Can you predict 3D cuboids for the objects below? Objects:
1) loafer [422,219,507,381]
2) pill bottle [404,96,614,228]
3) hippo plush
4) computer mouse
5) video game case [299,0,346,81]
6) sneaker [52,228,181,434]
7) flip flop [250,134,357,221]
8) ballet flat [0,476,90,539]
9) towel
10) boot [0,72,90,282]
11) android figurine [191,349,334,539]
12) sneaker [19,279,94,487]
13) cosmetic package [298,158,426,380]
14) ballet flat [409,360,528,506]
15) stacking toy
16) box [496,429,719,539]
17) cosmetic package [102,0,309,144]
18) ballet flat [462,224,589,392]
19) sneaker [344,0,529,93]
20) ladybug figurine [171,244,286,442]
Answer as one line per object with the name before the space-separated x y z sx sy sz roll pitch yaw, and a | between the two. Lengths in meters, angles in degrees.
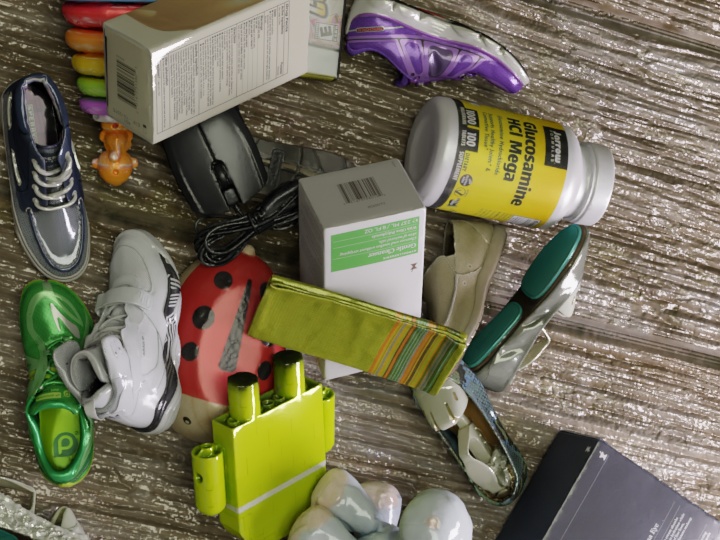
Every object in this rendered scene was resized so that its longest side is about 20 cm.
loafer | 0.092 0.028 1.774 0.068 0.076 0.201 22 52 0
pill bottle | 0.154 -0.106 1.790 0.199 0.112 0.113 10 87 -18
hippo plush | 0.032 0.290 1.700 0.159 0.160 0.201 -8 90 -48
computer mouse | -0.139 -0.119 1.695 0.138 0.053 0.201 -30 80 -1
video game case | -0.099 -0.301 1.753 0.180 0.025 0.202 6 88 -18
sneaker | -0.228 0.052 1.648 0.115 0.075 0.201 14 67 -57
flip flop | -0.076 -0.085 1.748 0.199 0.058 0.082 17 77 -1
ballet flat | -0.312 0.242 1.665 0.199 0.072 0.072 31 81 -16
towel | -0.004 0.065 1.669 0.199 0.086 0.018 17 41 -9
boot | -0.298 -0.086 1.654 0.072 0.090 0.201 -17 95 -17
android figurine | -0.089 0.182 1.710 0.182 0.041 0.201 -27 125 -40
sneaker | -0.283 0.107 1.660 0.074 0.084 0.201 -7 92 -8
cosmetic package | 0.000 0.000 1.699 0.107 0.085 0.201 -14 133 -14
ballet flat | 0.106 0.159 1.790 0.074 0.074 0.200 -41 101 -14
stacking toy | -0.234 -0.182 1.679 0.115 0.110 0.201 -2 102 -14
box | 0.248 0.300 1.824 0.182 0.104 0.201 35 79 -16
cosmetic package | -0.142 -0.208 1.636 0.199 0.071 0.106 -29 137 -37
ballet flat | 0.184 0.041 1.810 0.064 0.067 0.200 34 100 -25
sneaker | 0.076 -0.220 1.797 0.199 0.081 0.084 19 101 -10
ladybug figurine | -0.134 0.071 1.717 0.135 0.072 0.201 12 86 -17
